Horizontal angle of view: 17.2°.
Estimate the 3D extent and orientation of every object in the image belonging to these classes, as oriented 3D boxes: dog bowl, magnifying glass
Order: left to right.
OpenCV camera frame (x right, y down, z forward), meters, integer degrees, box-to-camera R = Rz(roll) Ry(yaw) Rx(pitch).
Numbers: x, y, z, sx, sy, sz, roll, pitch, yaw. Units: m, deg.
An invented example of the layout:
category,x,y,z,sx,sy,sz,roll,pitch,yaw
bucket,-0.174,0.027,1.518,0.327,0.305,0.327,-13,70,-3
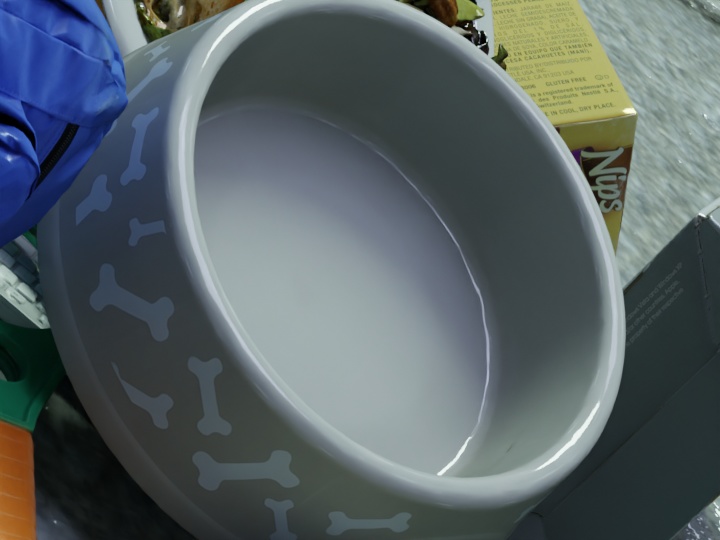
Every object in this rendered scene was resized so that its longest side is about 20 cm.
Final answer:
category,x,y,z,sx,sy,sz,roll,pitch,yaw
magnifying glass,-0.110,0.035,0.707,0.080,0.022,0.200,26,32,-29
dog bowl,0.000,0.000,0.744,0.200,0.059,0.200,20,55,-31

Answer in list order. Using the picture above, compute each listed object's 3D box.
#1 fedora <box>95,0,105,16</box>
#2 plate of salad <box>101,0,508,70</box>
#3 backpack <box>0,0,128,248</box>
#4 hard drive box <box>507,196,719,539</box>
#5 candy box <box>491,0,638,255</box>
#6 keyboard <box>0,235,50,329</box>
category,x,y,z,sx,sy,sz,roll,pitch,yaw
fedora,-0.018,-0.069,0.943,0.201,0.082,0.201,34,27,-20
plate of salad,-0.012,-0.108,0.844,0.200,0.048,0.200,16,67,-43
backpack,-0.163,-0.051,0.622,0.200,0.162,0.168,26,33,-57
hard drive box,0.130,0.036,0.912,0.077,0.156,0.200,47,26,7
candy box,0.057,-0.084,1.036,0.056,0.117,0.200,-8,45,-12
keyboard,-0.106,0.005,0.785,0.200,0.011,0.056,41,25,-5
